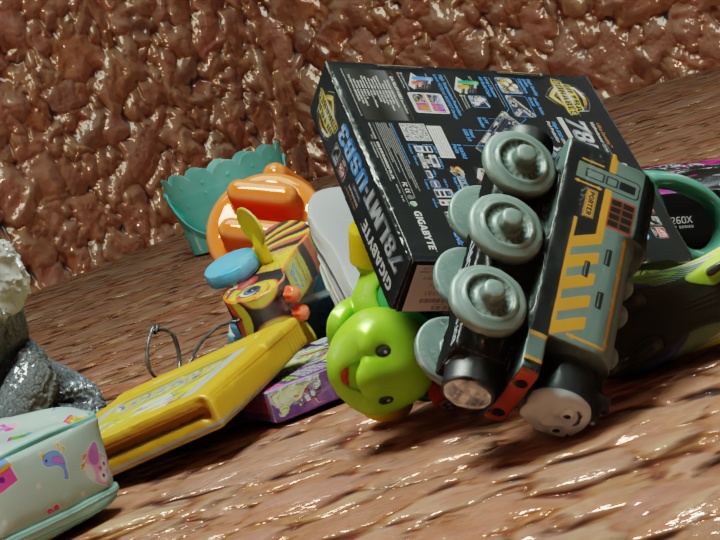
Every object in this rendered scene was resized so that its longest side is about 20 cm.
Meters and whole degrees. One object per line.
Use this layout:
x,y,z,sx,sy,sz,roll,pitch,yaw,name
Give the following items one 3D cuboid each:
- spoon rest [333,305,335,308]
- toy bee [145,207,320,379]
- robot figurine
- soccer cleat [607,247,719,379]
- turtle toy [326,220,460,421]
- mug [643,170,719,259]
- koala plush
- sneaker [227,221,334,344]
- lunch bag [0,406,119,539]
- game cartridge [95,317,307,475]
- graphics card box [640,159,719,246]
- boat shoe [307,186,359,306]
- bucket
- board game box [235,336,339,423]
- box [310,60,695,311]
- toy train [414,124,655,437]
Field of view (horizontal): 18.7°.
0.061,0.012,1.837,0.200,0.061,0.099,-16,-1,30,spoon rest
-0.073,0.025,1.797,0.109,0.131,0.200,-8,48,37,toy bee
-0.074,-0.017,2.038,0.117,0.144,0.200,-29,-27,-3,robot figurine
0.220,0.014,1.325,0.200,0.065,0.084,-18,4,14,soccer cleat
0.047,0.034,1.422,0.101,0.146,0.200,17,30,41,turtle toy
0.161,-0.023,1.603,0.185,0.115,0.152,-24,8,-42,mug
-0.308,0.072,1.766,0.184,0.200,0.177,-23,7,-39,koala plush
-0.035,0.005,1.925,0.200,0.081,0.077,-34,-32,-10,sneaker
-0.276,0.158,1.476,0.200,0.077,0.160,-14,9,41,lunch bag
-0.144,0.102,1.637,0.176,0.032,0.200,-25,9,22,game cartridge
0.255,-0.054,1.796,0.200,0.051,0.125,-2,13,36,graphics card box
0.000,0.000,1.808,0.072,0.066,0.200,-4,32,-17,boat shoe
-0.206,-0.115,3.525,0.207,0.135,0.207,-19,5,2,bucket
-0.044,0.082,1.695,0.120,0.032,0.200,-16,4,-18,board game box
0.088,-0.055,1.411,0.198,0.050,0.200,1,42,-24,box
0.104,0.004,1.262,0.085,0.114,0.200,120,169,-51,toy train
